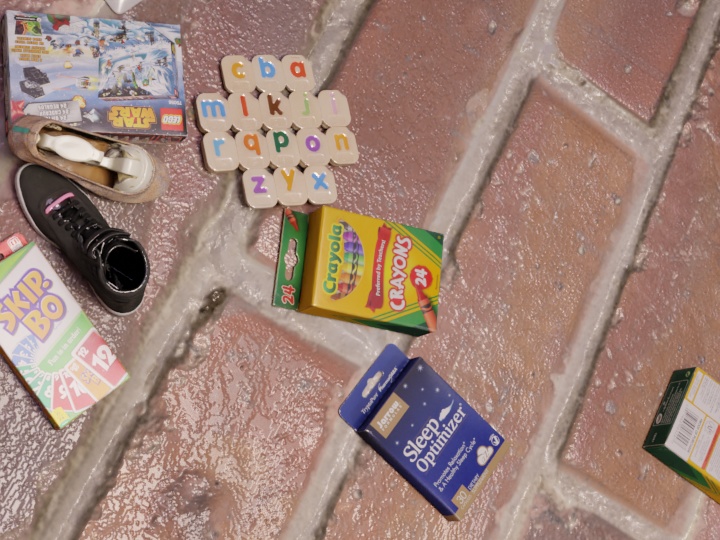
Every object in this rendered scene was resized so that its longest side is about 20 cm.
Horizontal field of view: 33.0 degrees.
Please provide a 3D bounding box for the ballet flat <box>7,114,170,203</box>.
[{"bbox_3d":[-0.282,-0.117,1.317,0.200,0.067,0.068,14,84,-38],"label":"ballet flat"}]

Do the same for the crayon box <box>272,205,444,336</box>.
[{"bbox_3d":[0.000,0.000,1.464,0.200,0.051,0.127,12,75,-23],"label":"crayon box"}]

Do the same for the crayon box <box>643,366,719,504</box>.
[{"bbox_3d":[0.492,0.239,1.654,0.200,0.052,0.126,36,66,-14],"label":"crayon box"}]

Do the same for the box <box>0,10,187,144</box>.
[{"bbox_3d":[-0.299,-0.215,1.369,0.200,0.040,0.137,0,78,-26],"label":"box"}]

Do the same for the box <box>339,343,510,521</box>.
[{"bbox_3d":[0.079,0.194,1.472,0.200,0.032,0.121,44,64,-11],"label":"box"}]

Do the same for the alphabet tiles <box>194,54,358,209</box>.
[{"bbox_3d":[-0.100,-0.168,1.466,0.200,0.015,0.196,-6,76,-27],"label":"alphabet tiles"}]

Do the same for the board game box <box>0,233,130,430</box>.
[{"bbox_3d":[-0.342,0.062,1.297,0.096,0.030,0.200,-38,94,-28],"label":"board game box"}]

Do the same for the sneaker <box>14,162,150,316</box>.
[{"bbox_3d":[-0.291,-0.044,1.302,0.071,0.099,0.200,-40,96,-26],"label":"sneaker"}]

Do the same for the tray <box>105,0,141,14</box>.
[{"bbox_3d":[-0.245,-0.398,1.446,0.200,0.022,0.107,-42,99,-27],"label":"tray"}]
